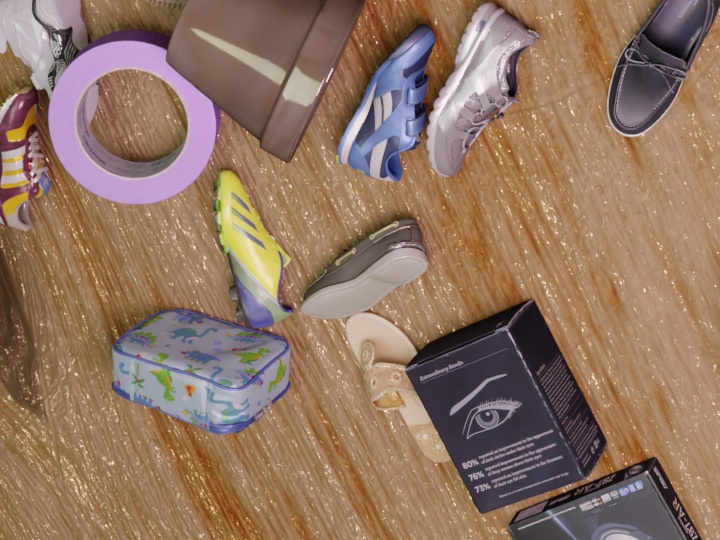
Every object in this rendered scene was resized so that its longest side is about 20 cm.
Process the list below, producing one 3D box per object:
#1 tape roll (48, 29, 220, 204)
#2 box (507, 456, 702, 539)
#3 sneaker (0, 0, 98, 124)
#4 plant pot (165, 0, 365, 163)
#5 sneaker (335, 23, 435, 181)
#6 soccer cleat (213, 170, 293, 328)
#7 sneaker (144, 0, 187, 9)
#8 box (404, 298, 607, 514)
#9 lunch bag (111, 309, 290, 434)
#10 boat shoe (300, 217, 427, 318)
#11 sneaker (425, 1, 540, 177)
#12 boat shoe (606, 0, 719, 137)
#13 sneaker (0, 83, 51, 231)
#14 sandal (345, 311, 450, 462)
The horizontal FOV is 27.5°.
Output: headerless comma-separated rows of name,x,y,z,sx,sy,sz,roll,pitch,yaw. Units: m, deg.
tape roll,-0.269,-0.184,1.762,0.199,0.066,0.201,0,112,-1
box,0.297,0.329,1.736,0.200,0.044,0.161,-27,95,29
sneaker,-0.398,-0.265,1.831,0.114,0.075,0.201,-3,102,27
plant pot,-0.112,-0.245,1.610,0.173,0.200,0.200,26,118,-4
sneaker,0.046,-0.186,1.657,0.082,0.074,0.200,33,125,9
soccer cleat,-0.131,-0.029,1.808,0.083,0.065,0.201,-12,99,-3
sneaker,-0.166,-0.332,1.712,0.199,0.113,0.071,16,115,-14
box,0.169,0.157,1.699,0.148,0.104,0.201,-23,97,29
lunch bag,-0.193,0.120,1.822,0.199,0.161,0.083,15,118,21
boat shoe,0.002,0.001,1.746,0.201,0.072,0.061,-30,53,41
sneaker,0.132,-0.188,1.612,0.082,0.075,0.201,27,116,16
boat shoe,0.312,-0.226,1.526,0.074,0.062,0.200,33,119,9
sneaker,-0.432,-0.145,1.894,0.090,0.075,0.200,29,124,4
sandal,0.044,0.147,1.772,0.078,0.070,0.212,-33,92,30
